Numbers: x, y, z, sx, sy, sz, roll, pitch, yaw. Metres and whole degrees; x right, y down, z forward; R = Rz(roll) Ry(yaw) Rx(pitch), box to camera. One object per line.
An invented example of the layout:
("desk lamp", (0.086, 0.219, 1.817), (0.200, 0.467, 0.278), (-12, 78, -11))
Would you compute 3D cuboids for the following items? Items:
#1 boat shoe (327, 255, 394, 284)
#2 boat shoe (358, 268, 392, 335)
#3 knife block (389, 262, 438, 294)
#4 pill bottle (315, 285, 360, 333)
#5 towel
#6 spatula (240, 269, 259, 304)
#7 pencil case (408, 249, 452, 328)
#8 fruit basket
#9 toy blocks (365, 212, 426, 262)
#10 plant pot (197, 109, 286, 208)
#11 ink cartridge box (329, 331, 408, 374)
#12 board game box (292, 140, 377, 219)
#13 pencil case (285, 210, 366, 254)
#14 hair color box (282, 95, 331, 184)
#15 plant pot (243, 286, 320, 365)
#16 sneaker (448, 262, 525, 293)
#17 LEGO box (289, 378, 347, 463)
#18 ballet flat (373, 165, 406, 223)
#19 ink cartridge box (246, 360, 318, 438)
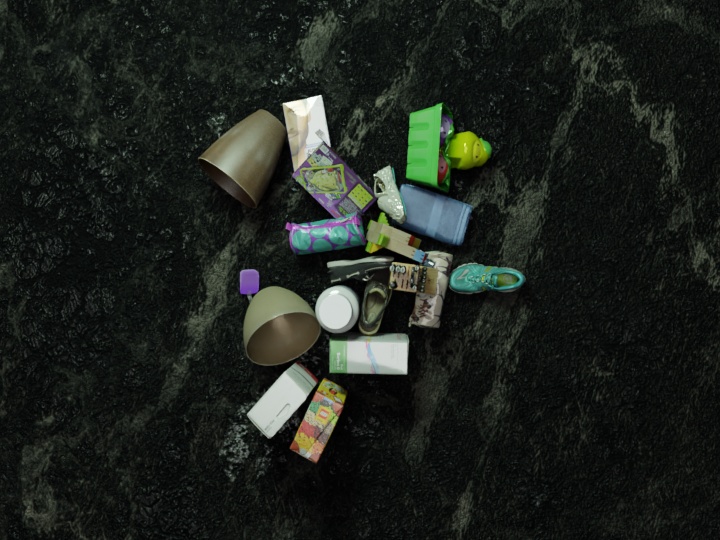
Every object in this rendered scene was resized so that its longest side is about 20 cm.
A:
("boat shoe", (0.000, 0.000, 1.720), (0.195, 0.073, 0.062), (-7, 90, 30))
("boat shoe", (0.045, 0.062, 1.716), (0.071, 0.065, 0.205), (14, 64, -3))
("knife block", (0.095, 0.015, 1.640), (0.172, 0.198, 0.066), (10, 88, -38))
("pill bottle", (-0.055, 0.096, 1.687), (0.108, 0.200, 0.115), (0, 90, 3))
("towel", (0.183, -0.143, 1.751), (0.195, 0.049, 0.115), (19, 91, 2))
("spatula", (-0.285, 0.101, 1.787), (0.055, 0.021, 0.206), (-5, 92, 16))
("pencil case", (0.175, 0.051, 1.737), (0.087, 0.078, 0.206), (11, 90, 15))
("fruit basket", (0.225, -0.303, 1.709), (0.210, 0.155, 0.223), (0, 89, 21))
("toy blocks", (0.093, -0.071, 1.698), (0.134, 0.200, 0.102), (21, 93, -12))
("plant pot", (-0.277, -0.297, 1.722), (0.185, 0.187, 0.202), (36, 78, 2))
("ink cartridge box", (0.024, 0.206, 1.710), (0.194, 0.145, 0.090), (-1, 92, 2))
("board game box", (-0.063, -0.214, 1.726), (0.120, 0.032, 0.200), (-43, 109, 12))
("pencil case", (-0.084, -0.095, 1.727), (0.194, 0.093, 0.087), (-9, 49, 14))
("hair color box", (-0.130, -0.335, 1.758), (0.106, 0.065, 0.206), (-11, 88, 3))
("plant pot", (-0.212, 0.122, 1.718), (0.197, 0.201, 0.136), (-30, 53, 2))
("sneaker", (0.320, 0.019, 1.728), (0.194, 0.080, 0.080), (-3, 90, 4))
("LEGO box", (-0.099, 0.367, 1.690), (0.076, 0.200, 0.152), (26, 91, 2))
("ballet flat", (0.069, -0.183, 1.702), (0.070, 0.203, 0.073), (-5, 132, -6))
("ink cartridge box", (-0.189, 0.315, 1.694), (0.083, 0.200, 0.147), (42, 92, 3))
